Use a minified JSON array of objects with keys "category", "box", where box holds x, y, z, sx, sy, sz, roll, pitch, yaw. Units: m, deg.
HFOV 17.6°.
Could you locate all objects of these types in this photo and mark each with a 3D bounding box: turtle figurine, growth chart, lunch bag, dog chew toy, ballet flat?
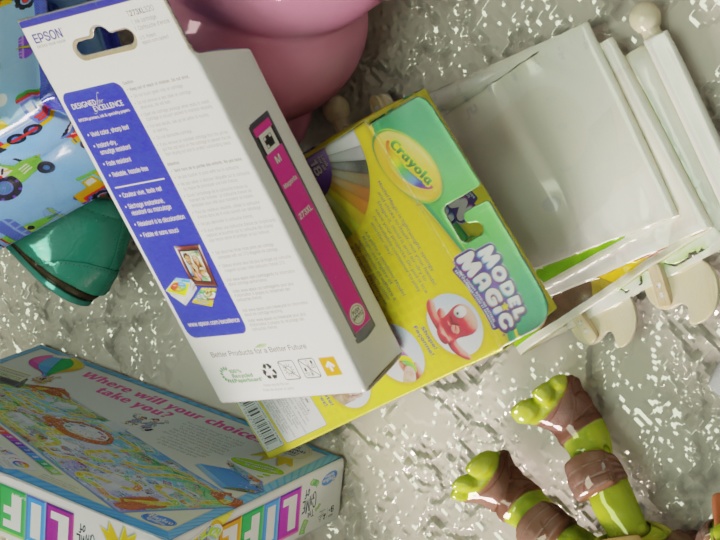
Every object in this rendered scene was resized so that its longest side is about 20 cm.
[{"category":"turtle figurine","box":[0.121,0.123,1.001,0.161,0.064,0.200,52,135,22]},{"category":"growth chart","box":[0.078,-0.032,1.018,0.200,0.018,0.145,-16,93,38]},{"category":"lunch bag","box":[-0.200,-0.115,1.129,0.150,0.094,0.200,-26,59,18]},{"category":"dog chew toy","box":[-0.046,-0.122,1.024,0.124,0.124,0.200,38,135,22]},{"category":"ballet flat","box":[-0.189,-0.060,1.186,0.200,0.067,0.070,35,96,24]}]

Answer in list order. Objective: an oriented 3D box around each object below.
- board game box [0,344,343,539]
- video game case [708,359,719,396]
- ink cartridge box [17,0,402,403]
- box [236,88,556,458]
[{"category":"board game box","box":[-0.128,0.094,1.130,0.200,0.134,0.034,18,113,32]},{"category":"video game case","box":[0.252,0.020,0.903,0.182,0.022,0.200,38,122,22]},{"category":"ink cartridge box","box":[-0.064,-0.034,1.000,0.095,0.037,0.200,-7,119,44]},{"category":"box","box":[0.000,0.000,1.040,0.200,0.048,0.117,-27,95,48]}]
